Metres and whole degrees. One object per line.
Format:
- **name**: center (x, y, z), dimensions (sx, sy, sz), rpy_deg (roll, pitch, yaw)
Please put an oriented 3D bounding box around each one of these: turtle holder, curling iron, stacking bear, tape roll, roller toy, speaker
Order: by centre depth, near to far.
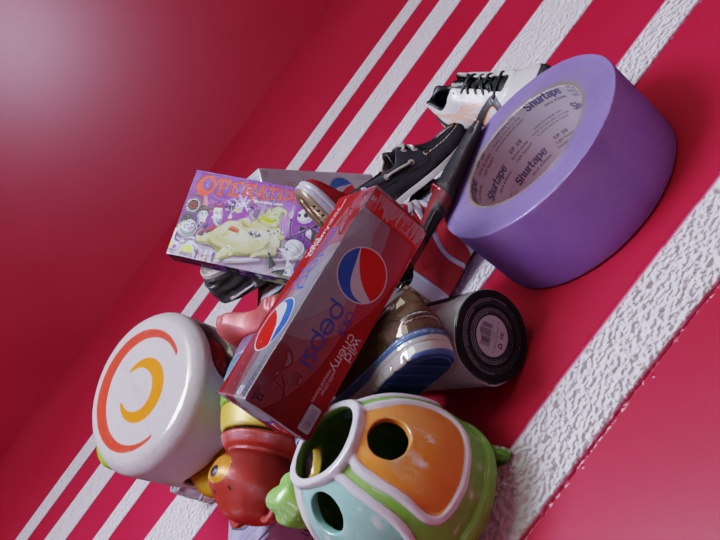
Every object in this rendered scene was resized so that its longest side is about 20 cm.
- **turtle holder**: center (0.013, 0.160, 0.578), dimensions (0.141, 0.132, 0.185), rpy_deg (-61, 22, -14)
- **tape roll**: center (0.174, -0.090, 0.678), dimensions (0.200, 0.085, 0.200), rpy_deg (-44, 23, 24)
- **speaker**: center (0.056, 0.073, 0.691), dimensions (0.200, 0.081, 0.081), rpy_deg (-20, 40, 57)
- **curling iron**: center (0.070, -0.067, 0.712), dimensions (0.050, 0.026, 0.201), rpy_deg (-5, 53, 59)
- **stacking bear**: center (-0.091, 0.145, 0.724), dimensions (0.121, 0.114, 0.201), rpy_deg (-20, 49, 40)
- **roller toy**: center (-0.196, 0.152, 0.850), dimensions (0.199, 0.140, 0.183), rpy_deg (1, 69, 40)

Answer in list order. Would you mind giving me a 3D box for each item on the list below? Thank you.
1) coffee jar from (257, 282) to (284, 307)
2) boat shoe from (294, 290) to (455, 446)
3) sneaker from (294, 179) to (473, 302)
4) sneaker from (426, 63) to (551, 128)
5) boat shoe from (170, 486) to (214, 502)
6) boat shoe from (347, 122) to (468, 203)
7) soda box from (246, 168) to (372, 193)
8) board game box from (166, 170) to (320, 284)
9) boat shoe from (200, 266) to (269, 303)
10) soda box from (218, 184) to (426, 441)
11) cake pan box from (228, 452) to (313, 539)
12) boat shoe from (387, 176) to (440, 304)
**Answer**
- **coffee jar**: center (-0.088, 0.058, 0.979), dimensions (0.085, 0.104, 0.200), rpy_deg (-31, 28, 14)
- **boat shoe**: center (0.006, 0.090, 0.640), dimensions (0.200, 0.072, 0.073), rpy_deg (-43, 48, 37)
- **sneaker**: center (0.035, -0.057, 0.763), dimensions (0.113, 0.200, 0.071), rpy_deg (-54, 20, -5)
- **sneaker**: center (0.153, -0.210, 0.911), dimensions (0.200, 0.080, 0.074), rpy_deg (-12, 45, 58)
- **boat shoe**: center (-0.201, 0.205, 0.958), dimensions (0.070, 0.071, 0.202), rpy_deg (-134, 58, -69)
- **boat shoe**: center (0.044, -0.111, 0.860), dimensions (0.200, 0.060, 0.074), rpy_deg (-43, 7, -7)
- **soda box**: center (-0.067, -0.096, 1.042), dimensions (0.064, 0.199, 0.068), rpy_deg (-28, 71, 47)
- **board game box**: center (-0.131, -0.052, 0.927), dimensions (0.032, 0.199, 0.121), rpy_deg (67, -143, -64)
- **boat shoe**: center (-0.108, -0.019, 0.965), dimensions (0.199, 0.057, 0.067), rpy_deg (-23, 33, 2)
- **soda box**: center (-0.028, 0.031, 0.599), dimensions (0.200, 0.063, 0.070), rpy_deg (-59, 20, -18)
- **cake pan box**: center (-0.066, 0.202, 0.795), dimensions (0.200, 0.052, 0.184), rpy_deg (-49, 24, 14)
- **boat shoe**: center (0.061, -0.027, 0.857), dimensions (0.200, 0.075, 0.093), rpy_deg (-49, 14, -8)
